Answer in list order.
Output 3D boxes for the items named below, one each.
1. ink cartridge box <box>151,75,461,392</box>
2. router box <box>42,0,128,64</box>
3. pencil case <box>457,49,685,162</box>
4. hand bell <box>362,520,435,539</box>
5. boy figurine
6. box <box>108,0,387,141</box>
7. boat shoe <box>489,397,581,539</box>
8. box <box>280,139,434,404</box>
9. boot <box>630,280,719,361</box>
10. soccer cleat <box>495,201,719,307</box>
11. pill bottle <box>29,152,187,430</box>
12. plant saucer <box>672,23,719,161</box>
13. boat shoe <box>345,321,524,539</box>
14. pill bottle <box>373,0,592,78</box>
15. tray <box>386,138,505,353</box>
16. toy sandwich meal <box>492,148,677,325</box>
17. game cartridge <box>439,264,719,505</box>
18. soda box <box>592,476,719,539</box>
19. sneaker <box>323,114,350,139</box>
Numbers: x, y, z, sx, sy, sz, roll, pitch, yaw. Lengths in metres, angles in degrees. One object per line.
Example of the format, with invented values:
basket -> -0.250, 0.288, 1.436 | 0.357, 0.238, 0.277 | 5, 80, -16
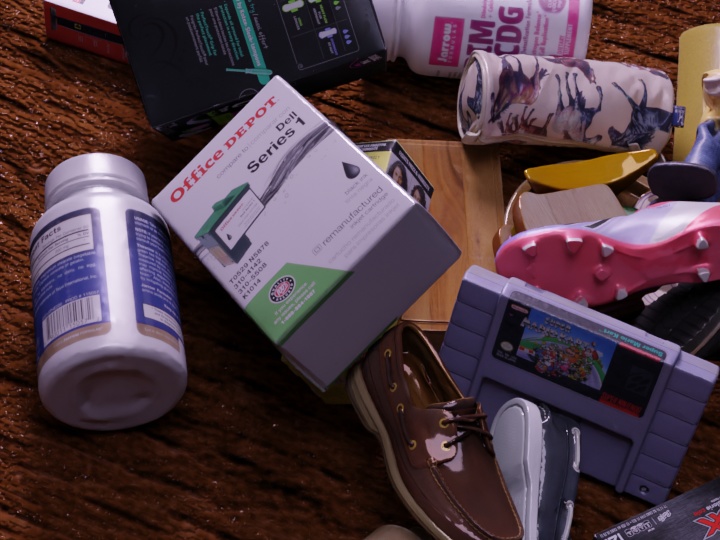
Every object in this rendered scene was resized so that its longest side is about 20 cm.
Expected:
ink cartridge box -> -0.045, -0.032, 1.250 | 0.146, 0.084, 0.200 | -45, 49, -1
router box -> -0.167, -0.268, 1.543 | 0.179, 0.049, 0.201 | 19, 53, 9
pencil case -> 0.175, -0.138, 1.437 | 0.199, 0.078, 0.090 | 3, 61, -20
hand bell -> 0.050, 0.187, 1.210 | 0.104, 0.104, 0.200 | 32, 43, 18
boy figurine -> 0.291, -0.112, 1.381 | 0.064, 0.125, 0.200 | 9, 40, 21
box -> -0.088, -0.198, 1.379 | 0.199, 0.149, 0.125 | -19, 90, 0
boat shoe -> 0.125, 0.192, 1.199 | 0.060, 0.076, 0.201 | 18, 71, -24
box -> 0.000, 0.000, 1.312 | 0.050, 0.075, 0.201 | -2, 56, 33
boot -> 0.296, 0.064, 1.314 | 0.200, 0.138, 0.077 | -44, 26, -9
soccer cleat -> 0.200, -0.017, 1.274 | 0.199, 0.067, 0.077 | -7, 23, 1
pill bottle -> -0.196, 0.012, 1.286 | 0.110, 0.111, 0.201 | -5, 53, -10
plant saucer -> 0.386, -0.146, 1.510 | 0.199, 0.049, 0.201 | 10, 53, 2
boat shoe -> 0.057, 0.120, 1.184 | 0.072, 0.068, 0.200 | 3, 41, -39
pill bottle -> 0.100, -0.227, 1.500 | 0.199, 0.114, 0.114 | 5, 52, -2
tray -> 0.071, -0.023, 1.389 | 0.098, 0.037, 0.201 | 2, 52, -5
toy sandwich meal -> 0.202, -0.023, 1.361 | 0.204, 0.070, 0.206 | 8, 57, -12
game cartridge -> 0.154, 0.086, 1.255 | 0.199, 0.130, 0.038 | 22, 38, 12
soda box -> 0.260, 0.195, 1.218 | 0.199, 0.071, 0.063 | -20, 56, -20
sneaker -> -0.037, -0.042, 1.371 | 0.080, 0.076, 0.201 | 25, 57, -43
